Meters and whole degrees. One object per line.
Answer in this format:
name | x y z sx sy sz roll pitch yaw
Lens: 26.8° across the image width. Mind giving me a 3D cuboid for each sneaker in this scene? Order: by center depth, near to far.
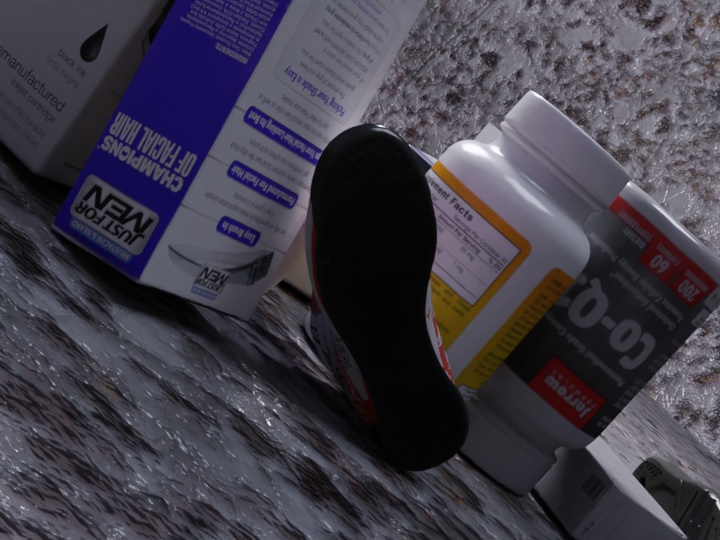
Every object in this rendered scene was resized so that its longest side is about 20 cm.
sneaker | -0.001 0.001 0.789 0.108 0.067 0.202 -128 -161 -55
sneaker | 0.288 0.222 1.216 0.114 0.076 0.199 33 3 -11

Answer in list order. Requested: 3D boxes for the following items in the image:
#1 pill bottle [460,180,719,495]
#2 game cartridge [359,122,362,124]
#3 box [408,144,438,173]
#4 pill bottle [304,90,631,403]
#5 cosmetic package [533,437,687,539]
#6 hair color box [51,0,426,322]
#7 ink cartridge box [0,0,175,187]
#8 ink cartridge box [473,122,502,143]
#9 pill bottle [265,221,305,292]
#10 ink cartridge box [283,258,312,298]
pill bottle | 0.140 0.044 0.995 0.114 0.200 0.114 40 7 -6
game cartridge | 0.031 -0.232 2.879 0.133 0.041 0.200 41 6 35
box | 0.098 -0.004 1.416 0.200 0.123 0.198 42 8 9
pill bottle | 0.068 -0.007 0.922 0.111 0.200 0.111 40 7 -6
cosmetic package | 0.147 0.136 1.083 0.082 0.051 0.200 35 9 -29
hair color box | -0.051 -0.083 0.719 0.065 0.201 0.109 28 1 26
ink cartridge box | -0.126 -0.159 0.770 0.145 0.200 0.084 41 10 27
ink cartridge box | 0.276 -0.167 3.127 0.147 0.200 0.146 34 10 -49
pill bottle | -0.101 -0.089 0.873 0.200 0.113 0.113 41 7 7
ink cartridge box | -0.014 -0.028 1.085 0.200 0.086 0.146 33 10 -41
